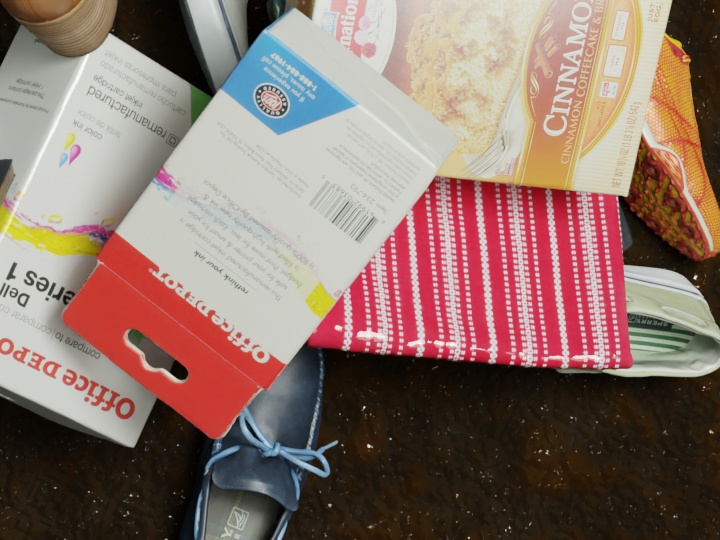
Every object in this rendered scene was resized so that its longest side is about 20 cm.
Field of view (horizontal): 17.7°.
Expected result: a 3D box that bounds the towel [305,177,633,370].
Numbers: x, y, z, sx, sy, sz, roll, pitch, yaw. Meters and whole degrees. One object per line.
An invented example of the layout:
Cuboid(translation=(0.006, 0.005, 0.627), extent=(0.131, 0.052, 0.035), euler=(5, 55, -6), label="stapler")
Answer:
Cuboid(translation=(0.058, -0.017, 1.323), extent=(0.199, 0.022, 0.145), euler=(5, 67, -15), label="towel")

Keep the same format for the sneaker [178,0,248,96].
Cuboid(translation=(-0.079, -0.201, 1.351), extent=(0.070, 0.073, 0.201), euler=(-11, 91, -5), label="sneaker")

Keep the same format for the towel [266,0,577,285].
Cuboid(translation=(0.039, -0.085, 1.369), extent=(0.146, 0.022, 0.201), euler=(-10, 69, -19), label="towel")

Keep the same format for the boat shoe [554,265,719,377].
Cuboid(translation=(0.136, 0.029, 1.391), extent=(0.199, 0.062, 0.072), euler=(1, 118, -29), label="boat shoe")

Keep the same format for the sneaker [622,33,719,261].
Cuboid(translation=(0.183, -0.101, 1.429), extent=(0.077, 0.073, 0.201), euler=(-30, 100, -24), label="sneaker")

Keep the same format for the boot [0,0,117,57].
Cuboid(translation=(-0.172, -0.226, 1.199), extent=(0.076, 0.155, 0.201), euler=(-1, 68, 13), label="boot")

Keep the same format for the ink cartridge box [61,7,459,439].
Cuboid(translation=(-0.055, -0.023, 1.221), extent=(0.116, 0.067, 0.200), euler=(38, 111, -2), label="ink cartridge box")

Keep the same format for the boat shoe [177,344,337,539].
Cuboid(translation=(-0.057, 0.129, 1.360), extent=(0.084, 0.069, 0.201), euler=(13, 86, -15), label="boat shoe")

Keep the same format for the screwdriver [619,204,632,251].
Cuboid(translation=(0.119, -0.100, 1.436), extent=(0.028, 0.029, 0.201), euler=(-26, 93, -14), label="screwdriver")

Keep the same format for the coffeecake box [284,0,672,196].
Cuboid(translation=(0.061, -0.133, 1.274), extent=(0.199, 0.073, 0.154), euler=(5, 111, -15), label="coffeecake box")

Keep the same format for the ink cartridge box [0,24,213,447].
Cuboid(translation=(-0.158, -0.020, 1.300), extent=(0.145, 0.084, 0.201), euler=(30, 81, -39), label="ink cartridge box")
